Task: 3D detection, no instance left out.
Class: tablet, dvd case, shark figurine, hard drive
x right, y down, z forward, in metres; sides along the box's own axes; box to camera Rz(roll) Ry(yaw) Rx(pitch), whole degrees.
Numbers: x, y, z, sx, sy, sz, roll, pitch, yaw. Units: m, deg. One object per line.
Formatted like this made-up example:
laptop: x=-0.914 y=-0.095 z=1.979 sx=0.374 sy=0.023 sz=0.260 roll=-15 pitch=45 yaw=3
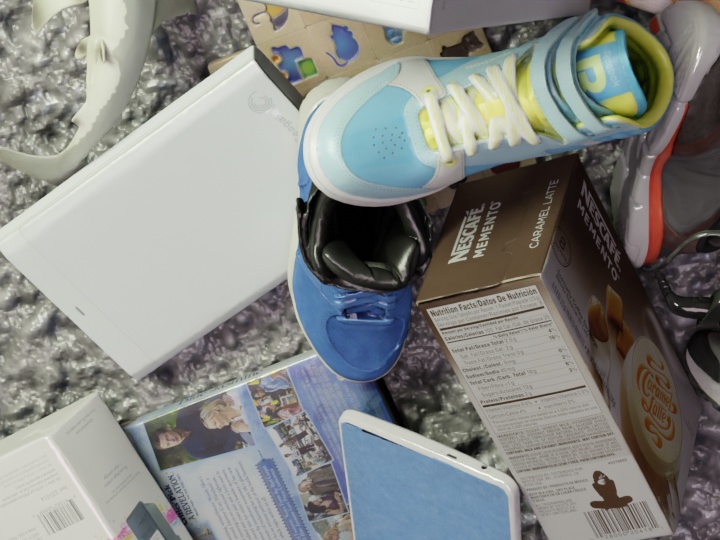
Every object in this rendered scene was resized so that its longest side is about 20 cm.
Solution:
tablet: x=0.048 y=0.181 z=1.387 sx=0.130 sy=0.014 sz=0.200 roll=21 pitch=134 yaw=32
dvd case: x=-0.061 y=0.137 z=1.447 sx=0.200 sy=0.018 sz=0.143 roll=-22 pitch=103 yaw=14
shark figurine: x=-0.138 y=-0.139 z=1.347 sx=0.128 sy=0.089 sz=0.215 roll=15 pitch=104 yaw=40
hard drive: x=-0.101 y=-0.031 z=1.370 sx=0.200 sy=0.026 sz=0.132 roll=-34 pitch=119 yaw=18

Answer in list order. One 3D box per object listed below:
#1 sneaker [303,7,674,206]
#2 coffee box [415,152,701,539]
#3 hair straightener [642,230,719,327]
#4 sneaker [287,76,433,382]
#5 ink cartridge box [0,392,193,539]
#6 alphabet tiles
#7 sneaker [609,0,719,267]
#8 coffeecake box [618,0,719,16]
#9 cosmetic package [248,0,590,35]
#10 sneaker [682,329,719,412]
sneaker: x=0.075 y=-0.090 z=1.200 sx=0.200 sy=0.131 sz=0.080 roll=-19 pitch=92 yaw=-25
coffee box: x=0.119 y=0.050 z=1.306 sx=0.080 sy=0.114 sz=0.200 roll=-13 pitch=123 yaw=27
hair straightener: x=0.261 y=-0.001 z=1.299 sx=0.200 sy=0.041 sz=0.077 roll=5 pitch=119 yaw=14
sneaker: x=-0.001 y=0.000 z=1.313 sx=0.077 sy=0.111 sz=0.200 roll=-3 pitch=121 yaw=-6
ink cartridge box: x=-0.168 y=0.192 z=1.439 sx=0.117 sy=0.067 sz=0.200 roll=-26 pitch=99 yaw=32
alphabet tiles: x=-0.005 y=-0.122 z=1.364 sx=0.167 sy=0.008 sz=0.200 roll=-19 pitch=103 yaw=15
sneaker: x=0.195 y=-0.079 z=1.288 sx=0.082 sy=0.077 sz=0.200 roll=0 pitch=145 yaw=-5
coffeecake box: x=0.238 y=-0.203 z=1.264 sx=0.200 sy=0.073 sz=0.154 roll=20 pitch=110 yaw=3
cosmetic package: x=0.002 y=-0.203 z=1.202 sx=0.200 sy=0.199 sz=0.123 roll=15 pitch=106 yaw=27
sneaker: x=0.274 y=0.073 z=1.312 sx=0.200 sy=0.074 sz=0.079 roll=27 pitch=100 yaw=41
